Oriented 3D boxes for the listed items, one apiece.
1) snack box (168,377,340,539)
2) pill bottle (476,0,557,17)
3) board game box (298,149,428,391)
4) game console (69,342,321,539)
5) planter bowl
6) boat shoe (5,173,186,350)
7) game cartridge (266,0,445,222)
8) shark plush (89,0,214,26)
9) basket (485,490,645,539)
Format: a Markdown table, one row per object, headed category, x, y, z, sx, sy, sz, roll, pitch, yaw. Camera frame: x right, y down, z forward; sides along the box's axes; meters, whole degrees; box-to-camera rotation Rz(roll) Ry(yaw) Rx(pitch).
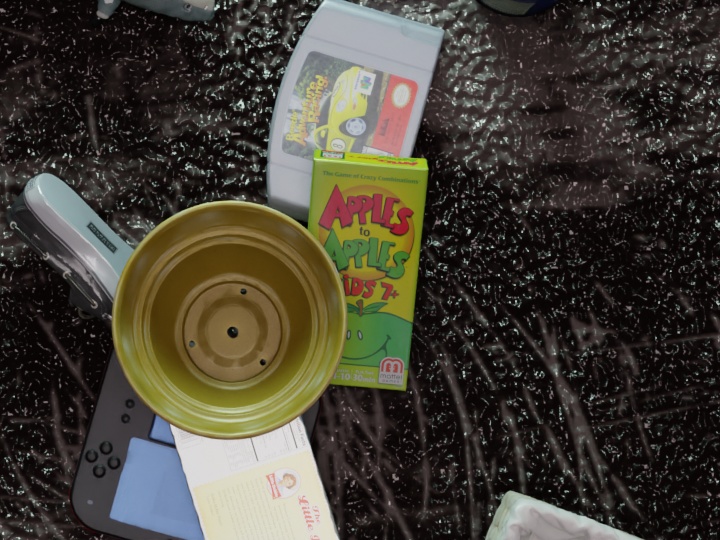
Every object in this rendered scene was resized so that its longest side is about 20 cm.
| category | x | y | z | sx | sy | sz | roll | pitch | yaw |
| --- | --- | --- | --- | --- | --- | --- | --- | --- | --- |
| snack box | -0.087 | 0.205 | 1.496 | 0.115 | 0.037 | 0.202 | -17 | 89 | -3 |
| pill bottle | 0.140 | -0.278 | 1.447 | 0.111 | 0.200 | 0.113 | 0 | 91 | -2 |
| board game box | 0.000 | 0.000 | 1.496 | 0.100 | 0.048 | 0.202 | 5 | 104 | -1 |
| game console | -0.150 | 0.167 | 1.524 | 0.198 | 0.031 | 0.179 | 16 | 90 | -3 |
| planter bowl | -0.111 | 0.048 | 1.456 | 0.198 | 0.083 | 0.203 | 0 | 80 | -2 |
| boat shoe | -0.238 | 0.007 | 1.506 | 0.066 | 0.070 | 0.200 | -40 | 100 | 23 |
| game cartridge | -0.012 | -0.137 | 1.526 | 0.132 | 0.041 | 0.202 | 15 | 90 | 2 |
| shark plush | -0.232 | -0.252 | 1.503 | 0.198 | 0.091 | 0.084 | -10 | 121 | -7 |
| basket | 0.185 | 0.311 | 1.473 | 0.196 | 0.161 | 0.202 | 20 | 90 | -2 |
